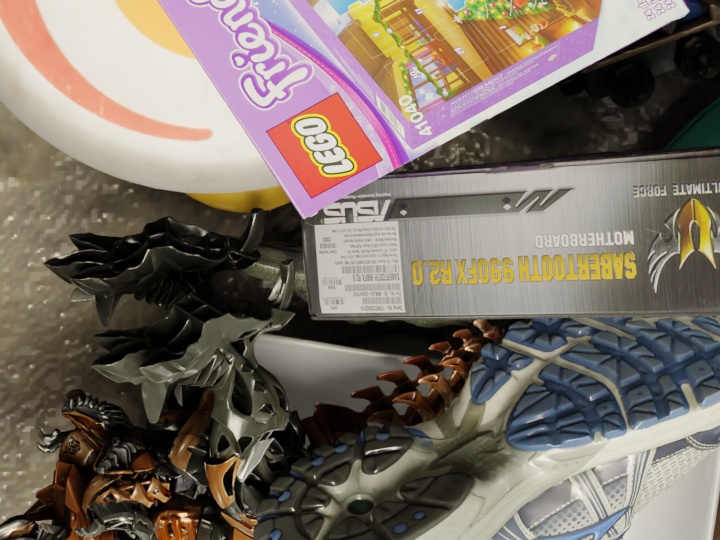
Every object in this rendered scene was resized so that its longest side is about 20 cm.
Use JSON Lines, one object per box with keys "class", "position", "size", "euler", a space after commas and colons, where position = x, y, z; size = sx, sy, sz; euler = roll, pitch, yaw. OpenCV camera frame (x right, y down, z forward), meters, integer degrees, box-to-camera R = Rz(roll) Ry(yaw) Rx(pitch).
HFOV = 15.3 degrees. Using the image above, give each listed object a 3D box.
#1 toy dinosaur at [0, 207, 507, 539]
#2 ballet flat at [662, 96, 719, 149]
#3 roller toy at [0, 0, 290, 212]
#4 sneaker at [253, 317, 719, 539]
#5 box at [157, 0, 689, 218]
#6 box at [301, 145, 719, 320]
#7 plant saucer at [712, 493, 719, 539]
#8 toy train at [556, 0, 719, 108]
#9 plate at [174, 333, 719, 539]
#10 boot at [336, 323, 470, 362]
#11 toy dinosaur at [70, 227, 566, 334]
{"class": "toy dinosaur", "position": [-0.052, 0.056, 0.923], "size": [0.200, 0.102, 0.136], "euler": [-32, 122, -28]}
{"class": "ballet flat", "position": [0.120, 0.011, 1.026], "size": [0.200, 0.069, 0.071], "euler": [-52, 140, -3]}
{"class": "roller toy", "position": [-0.045, -0.128, 0.892], "size": [0.182, 0.140, 0.200], "euler": [-41, 106, 15]}
{"class": "sneaker", "position": [0.057, 0.076, 0.919], "size": [0.200, 0.077, 0.085], "euler": [-24, 130, -16]}
{"class": "box", "position": [-0.011, -0.131, 0.789], "size": [0.137, 0.039, 0.200], "euler": [-28, 109, 16]}
{"class": "box", "position": [0.104, -0.015, 0.851], "size": [0.158, 0.200, 0.048], "euler": [-6, 93, -44]}
{"class": "plant saucer", "position": [0.154, 0.122, 1.052], "size": [0.200, 0.032, 0.200], "euler": [-40, 151, -28]}
{"class": "toy train", "position": [0.164, -0.113, 1.000], "size": [0.200, 0.034, 0.046], "euler": [-22, 113, -1]}
{"class": "plate", "position": [0.023, 0.130, 0.965], "size": [0.199, 0.032, 0.200], "euler": [6, 86, 5]}
{"class": "boot", "position": [0.050, 0.124, 1.033], "size": [0.068, 0.131, 0.200], "euler": [-24, 117, 1]}
{"class": "toy dinosaur", "position": [0.000, 0.000, 0.985], "size": [0.200, 0.088, 0.047], "euler": [5, 106, 2]}
